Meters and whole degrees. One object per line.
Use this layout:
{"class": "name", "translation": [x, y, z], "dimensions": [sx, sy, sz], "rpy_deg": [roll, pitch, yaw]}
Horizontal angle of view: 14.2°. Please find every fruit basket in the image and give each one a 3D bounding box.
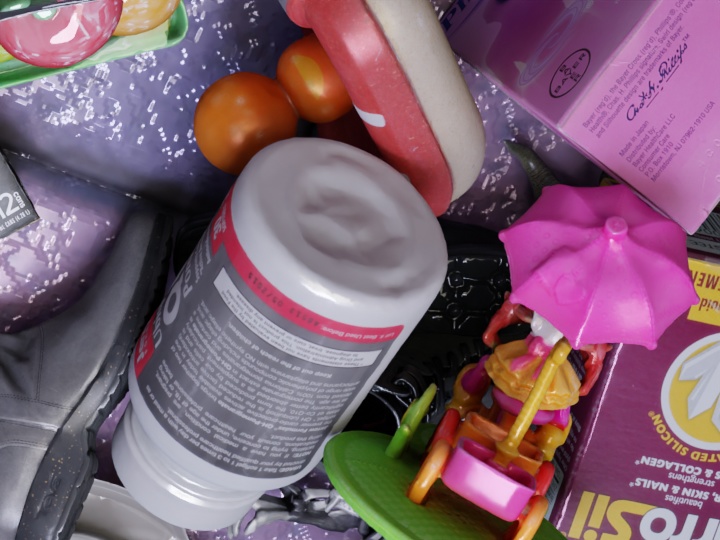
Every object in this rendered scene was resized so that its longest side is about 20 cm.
{"class": "fruit basket", "translation": [-0.145, -0.139, 1.367], "dimensions": [0.185, 0.200, 0.094], "rpy_deg": [-15, 96, -11]}

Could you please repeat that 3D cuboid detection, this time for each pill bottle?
{"class": "pill bottle", "translation": [-0.048, 0.038, 1.420], "dimensions": [0.110, 0.111, 0.200], "rpy_deg": [16, 133, -21]}

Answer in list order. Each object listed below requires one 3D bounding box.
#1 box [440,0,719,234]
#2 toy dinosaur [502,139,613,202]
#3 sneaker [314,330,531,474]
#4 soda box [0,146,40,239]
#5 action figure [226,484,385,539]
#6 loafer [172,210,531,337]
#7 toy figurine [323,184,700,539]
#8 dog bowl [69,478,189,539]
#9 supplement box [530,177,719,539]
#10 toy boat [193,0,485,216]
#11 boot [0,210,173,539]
{"class": "box", "translation": [0.151, -0.140, 1.457], "dimensions": [0.097, 0.200, 0.176], "rpy_deg": [36, 95, -23]}
{"class": "toy dinosaur", "translation": [0.150, 0.002, 1.570], "dimensions": [0.200, 0.077, 0.102], "rpy_deg": [38, 79, -30]}
{"class": "sneaker", "translation": [0.037, 0.065, 1.544], "dimensions": [0.199, 0.099, 0.071], "rpy_deg": [-12, 109, -15]}
{"class": "soda box", "translation": [-0.266, -0.012, 1.443], "dimensions": [0.200, 0.063, 0.071], "rpy_deg": [-31, 113, -6]}
{"class": "action figure", "translation": [-0.020, 0.171, 1.541], "dimensions": [0.102, 0.119, 0.200], "rpy_deg": [20, 114, -22]}
{"class": "loafer", "translation": [0.000, 0.000, 1.528], "dimensions": [0.200, 0.070, 0.068], "rpy_deg": [6, 103, -6]}
{"class": "toy figurine", "translation": [0.093, 0.042, 1.394], "dimensions": [0.150, 0.200, 0.184], "rpy_deg": [30, 104, 2]}
{"class": "dog bowl", "translation": [-0.158, 0.209, 1.509], "dimensions": [0.199, 0.059, 0.201], "rpy_deg": [0, 81, -2]}
{"class": "supplement box", "translation": [0.164, 0.070, 1.514], "dimensions": [0.131, 0.103, 0.200], "rpy_deg": [11, 110, -16]}
{"class": "toy boat", "translation": [-0.023, -0.092, 1.437], "dimensions": [0.131, 0.131, 0.200], "rpy_deg": [-30, 144, -1]}
{"class": "boot", "translation": [-0.182, 0.041, 1.480], "dimensions": [0.131, 0.070, 0.200], "rpy_deg": [21, 73, 4]}
